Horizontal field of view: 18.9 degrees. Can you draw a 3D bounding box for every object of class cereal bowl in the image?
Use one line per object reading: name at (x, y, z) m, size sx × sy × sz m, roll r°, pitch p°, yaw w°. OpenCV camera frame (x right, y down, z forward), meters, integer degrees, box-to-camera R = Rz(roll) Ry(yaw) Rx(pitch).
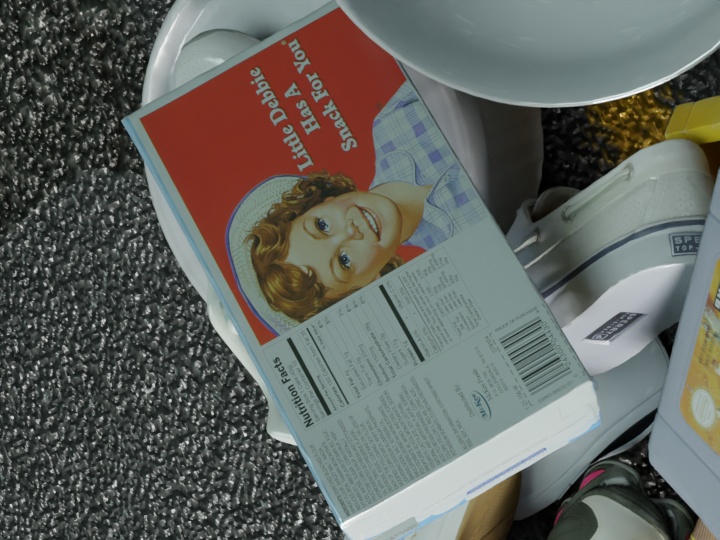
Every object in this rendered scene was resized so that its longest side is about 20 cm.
cereal bowl at (0.073, -0.169, 0.829) m, size 0.199 × 0.083 × 0.201 m, roll 5°, pitch 117°, yaw 9°

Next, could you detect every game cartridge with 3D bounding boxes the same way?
game cartridge at (0.174, 0.053, 0.822) m, size 0.133 × 0.041 × 0.201 m, roll 53°, pitch 152°, yaw 36°

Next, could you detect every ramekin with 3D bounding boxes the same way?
ramekin at (-0.003, -0.062, 1.033) m, size 0.201 × 0.094 × 0.204 m, roll 13°, pitch 112°, yaw 35°

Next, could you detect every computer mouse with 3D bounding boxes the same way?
computer mouse at (0.070, 0.084, 1.053) m, size 0.200 × 0.044 × 0.110 m, roll -44°, pitch 75°, yaw 38°

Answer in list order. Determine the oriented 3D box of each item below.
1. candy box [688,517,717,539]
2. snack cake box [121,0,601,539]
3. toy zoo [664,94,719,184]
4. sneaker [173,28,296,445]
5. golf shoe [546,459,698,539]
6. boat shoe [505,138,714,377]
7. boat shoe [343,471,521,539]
candy box at (0.200, 0.134, 0.928) m, size 0.115 × 0.055 × 0.201 m, roll 48°, pitch 135°, yaw 35°
snack cake box at (0.000, 0.000, 0.885) m, size 0.115 × 0.067 × 0.201 m, roll -29°, pitch 69°, yaw 0°
toy zoo at (0.213, -0.028, 0.879) m, size 0.199 × 0.021 × 0.131 m, roll -11°, pitch 128°, yaw 39°
sneaker at (-0.037, -0.015, 0.963) m, size 0.070 × 0.080 × 0.201 m, roll -29°, pitch 84°, yaw 42°
golf shoe at (0.092, 0.181, 1.027) m, size 0.077 × 0.088 × 0.201 m, roll 26°, pitch 128°, yaw 15°
boat shoe at (0.091, 0.000, 0.939) m, size 0.200 × 0.070 × 0.070 m, roll 139°, pitch 131°, yaw -58°
boat shoe at (0.019, 0.148, 1.051) m, size 0.069 × 0.071 × 0.201 m, roll 37°, pitch 131°, yaw 19°
